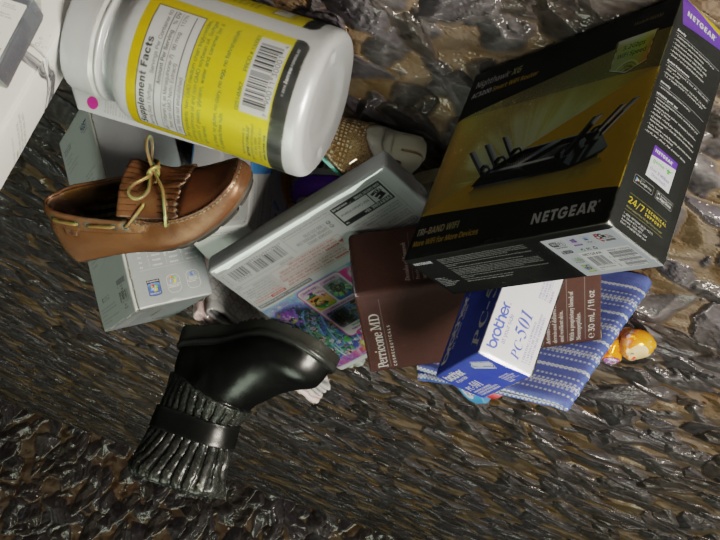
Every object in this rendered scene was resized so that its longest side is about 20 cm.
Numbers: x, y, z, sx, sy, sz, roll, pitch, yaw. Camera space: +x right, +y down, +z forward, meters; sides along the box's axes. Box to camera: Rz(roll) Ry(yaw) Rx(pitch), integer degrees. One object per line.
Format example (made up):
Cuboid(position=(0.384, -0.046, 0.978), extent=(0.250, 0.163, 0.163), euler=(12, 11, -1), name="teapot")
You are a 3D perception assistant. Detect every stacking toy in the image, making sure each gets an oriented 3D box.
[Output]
Cuboid(position=(0.197, 0.076, 1.146), extent=(0.198, 0.111, 0.116), euler=(0, 149, 25), name="stacking toy")

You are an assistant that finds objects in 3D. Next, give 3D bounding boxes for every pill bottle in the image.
Cuboid(position=(-0.115, -0.153, 0.854), extent=(0.198, 0.115, 0.114), euler=(20, 160, 11), name="pill bottle")

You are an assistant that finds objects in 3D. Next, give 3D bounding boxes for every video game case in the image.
Cuboid(position=(0.000, 0.000, 0.988), extent=(0.199, 0.024, 0.182), euler=(-29, 131, 28), name="video game case")

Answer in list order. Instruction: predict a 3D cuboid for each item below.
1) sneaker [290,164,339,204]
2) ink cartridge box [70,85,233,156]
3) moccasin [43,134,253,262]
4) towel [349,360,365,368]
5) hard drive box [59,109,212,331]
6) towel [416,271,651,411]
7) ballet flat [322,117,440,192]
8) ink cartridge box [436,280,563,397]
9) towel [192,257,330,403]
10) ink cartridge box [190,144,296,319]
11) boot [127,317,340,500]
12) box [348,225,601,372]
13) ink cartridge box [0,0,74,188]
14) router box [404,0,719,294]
Cuboid(position=(0.019, -0.024, 1.053), extent=(0.198, 0.100, 0.070), euler=(21, 158, 4), name="sneaker")
Cuboid(position=(-0.168, -0.147, 0.970), extent=(0.198, 0.037, 0.095), euler=(20, -155, 14), name="ink cartridge box")
Cuboid(position=(-0.178, -0.062, 0.942), extent=(0.200, 0.074, 0.078), euler=(-5, 135, 33), name="moccasin")
Cuboid(position=(-0.099, 0.051, 1.389), extent=(0.199, 0.048, 0.171), euler=(32, 176, -21), name="towel")
Cuboid(position=(-0.220, -0.054, 1.094), extent=(0.076, 0.202, 0.156), euler=(-13, 176, -25), name="hard drive box")
Cuboid(position=(0.154, 0.050, 0.988), extent=(0.144, 0.200, 0.024), euler=(9, 126, 32), name="towel")
Cuboid(position=(0.045, -0.080, 0.965), extent=(0.065, 0.071, 0.199), euler=(-32, 131, 33), name="ballet flat")
Cuboid(position=(0.119, -0.013, 0.824), extent=(0.044, 0.201, 0.094), euler=(24, 160, -7), name="ink cartridge box")
Cuboid(position=(-0.104, 0.021, 1.218), extent=(0.032, 0.192, 0.200), euler=(-31, 132, 23), name="towel")
Cuboid(position=(-0.093, -0.042, 1.096), extent=(0.067, 0.116, 0.200), euler=(-7, 151, 18), name="ink cartridge box")
Cuboid(position=(-0.117, 0.134, 1.051), extent=(0.210, 0.159, 0.079), euler=(-6, 147, 45), name="boot")
Cuboid(position=(0.095, 0.014, 0.933), extent=(0.198, 0.075, 0.101), euler=(-8, 135, 5), name="box")
Cuboid(position=(-0.295, -0.181, 0.853), extent=(0.145, 0.201, 0.085), euler=(25, 160, -6), name="ink cartridge box")
Cuboid(position=(0.127, -0.072, 0.732), extent=(0.052, 0.158, 0.199), euler=(32, 158, -26), name="router box")
